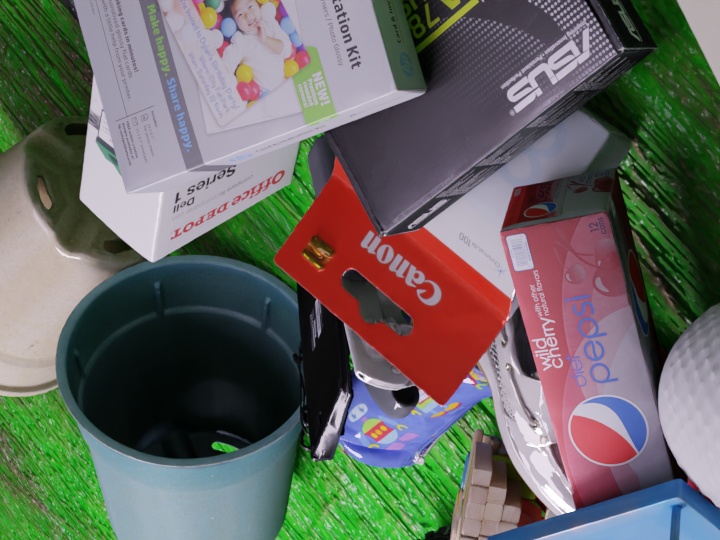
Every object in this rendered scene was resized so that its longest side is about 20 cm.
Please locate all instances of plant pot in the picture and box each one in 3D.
[{"bbox_3d":[-0.254,-0.025,1.488,0.183,0.200,0.201,-36,85,43],"label":"plant pot"},{"bbox_3d":[-0.129,0.128,1.431,0.200,0.200,0.197,38,147,28],"label":"plant pot"}]

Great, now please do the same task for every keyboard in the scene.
[{"bbox_3d":[-0.017,0.045,1.278,0.200,0.039,0.104,-96,21,-47],"label":"keyboard"}]

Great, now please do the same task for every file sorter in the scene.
[{"bbox_3d":[0.180,0.233,1.045,0.139,0.123,0.200,-23,131,39],"label":"file sorter"}]

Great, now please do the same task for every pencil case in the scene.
[{"bbox_3d":[0.048,0.073,1.256,0.087,0.078,0.200,50,144,5],"label":"pencil case"}]

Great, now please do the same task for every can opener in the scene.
[{"bbox_3d":[0.000,0.000,1.210,0.067,0.052,0.201,127,139,-49],"label":"can opener"}]

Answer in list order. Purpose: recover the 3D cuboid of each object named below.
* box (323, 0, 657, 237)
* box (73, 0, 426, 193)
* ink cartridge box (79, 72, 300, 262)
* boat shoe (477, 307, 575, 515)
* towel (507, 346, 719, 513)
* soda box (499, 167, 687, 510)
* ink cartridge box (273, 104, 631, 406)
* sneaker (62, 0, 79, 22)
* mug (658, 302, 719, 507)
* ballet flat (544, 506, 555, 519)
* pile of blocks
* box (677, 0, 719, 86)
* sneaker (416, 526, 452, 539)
[{"bbox_3d":[0.043,-0.151,1.058,0.200,0.047,0.194,-36,73,34],"label":"box"},{"bbox_3d":[-0.072,-0.147,1.079,0.199,0.041,0.157,-17,86,29],"label":"box"},{"bbox_3d":[-0.106,-0.123,1.251,0.084,0.146,0.200,40,141,23],"label":"ink cartridge box"},{"bbox_3d":[0.121,0.072,1.135,0.200,0.071,0.069,61,149,5],"label":"boat shoe"},{"bbox_3d":[0.169,0.124,1.192,0.145,0.022,0.200,50,144,15],"label":"towel"},{"bbox_3d":[0.136,0.048,1.045,0.063,0.070,0.201,-10,111,16],"label":"soda box"},{"bbox_3d":[0.044,-0.044,1.115,0.160,0.047,0.200,40,101,25],"label":"ink cartridge box"},{"bbox_3d":[-0.180,-0.206,1.366,0.200,0.076,0.088,52,159,18],"label":"sneaker"},{"bbox_3d":[0.249,0.099,0.963,0.175,0.147,0.201,9,118,63],"label":"mug"},{"bbox_3d":[0.157,0.206,1.182,0.068,0.072,0.201,-12,104,54],"label":"ballet flat"},{"bbox_3d":[0.099,0.155,1.237,0.062,0.082,0.200,11,172,2],"label":"pile of blocks"},{"bbox_3d":[0.215,-0.131,0.916,0.082,0.068,0.201,-20,97,54],"label":"box"},{"bbox_3d":[0.112,0.247,1.317,0.200,0.078,0.089,12,134,54],"label":"sneaker"}]
